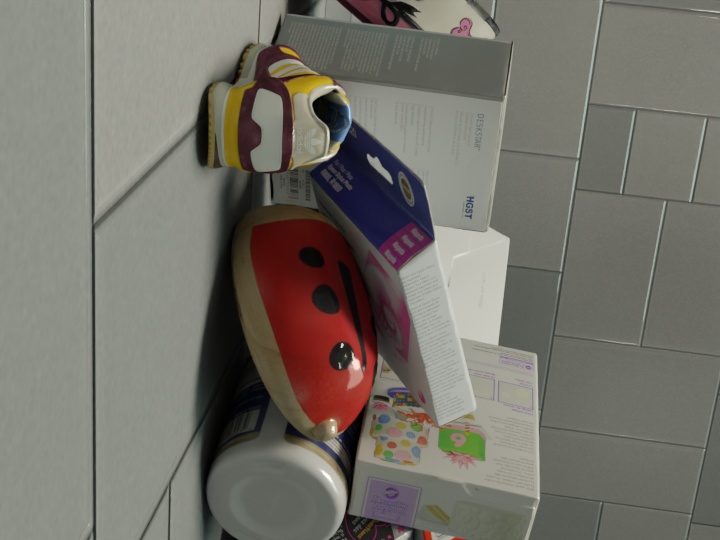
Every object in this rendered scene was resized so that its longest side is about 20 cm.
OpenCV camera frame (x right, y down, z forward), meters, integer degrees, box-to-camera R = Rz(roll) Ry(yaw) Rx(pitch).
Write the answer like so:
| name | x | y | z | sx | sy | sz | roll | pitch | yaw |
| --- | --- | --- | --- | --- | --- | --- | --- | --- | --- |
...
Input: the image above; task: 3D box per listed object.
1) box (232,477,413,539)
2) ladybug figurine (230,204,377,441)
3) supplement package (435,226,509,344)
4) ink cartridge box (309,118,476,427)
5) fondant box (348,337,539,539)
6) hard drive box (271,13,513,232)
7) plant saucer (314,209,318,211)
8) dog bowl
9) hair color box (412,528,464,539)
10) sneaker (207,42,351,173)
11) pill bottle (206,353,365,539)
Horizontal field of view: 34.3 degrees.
| name | x | y | z | sx | sy | sz | roll | pitch | yaw |
| --- | --- | --- | --- | --- | --- | --- | --- | --- | --- |
| box | -0.033 | 0.284 | 1.067 | 0.115 | 0.131 | 0.202 | 48 | -30 | 35 |
| ladybug figurine | -0.036 | 0.032 | 0.879 | 0.135 | 0.071 | 0.203 | 33 | 36 | -54 |
| supplement package | 0.077 | 0.029 | 1.378 | 0.111 | 0.154 | 0.202 | -45 | -156 | 45 |
| ink cartridge box | 0.016 | -0.009 | 0.916 | 0.196 | 0.043 | 0.202 | -131 | -159 | -57 |
| fondant box | 0.073 | 0.131 | 0.966 | 0.201 | 0.142 | 0.059 | -75 | 176 | -61 |
| hard drive box | 0.025 | -0.125 | 1.007 | 0.157 | 0.196 | 0.078 | 93 | 9 | -48 |
| plant saucer | -0.052 | 0.001 | 1.282 | 0.200 | 0.030 | 0.204 | 6 | 90 | -86 |
| dog bowl | 0.031 | -0.254 | 1.070 | 0.074 | 0.199 | 0.200 | -51 | 179 | 7 |
| hair color box | 0.032 | 0.182 | 1.081 | 0.199 | 0.060 | 0.103 | 30 | -45 | 58 |
| sneaker | -0.047 | -0.111 | 0.822 | 0.201 | 0.088 | 0.076 | -72 | 168 | -65 |
| pill bottle | -0.052 | 0.120 | 0.959 | 0.201 | 0.109 | 0.112 | -76 | 172 | -53 |
